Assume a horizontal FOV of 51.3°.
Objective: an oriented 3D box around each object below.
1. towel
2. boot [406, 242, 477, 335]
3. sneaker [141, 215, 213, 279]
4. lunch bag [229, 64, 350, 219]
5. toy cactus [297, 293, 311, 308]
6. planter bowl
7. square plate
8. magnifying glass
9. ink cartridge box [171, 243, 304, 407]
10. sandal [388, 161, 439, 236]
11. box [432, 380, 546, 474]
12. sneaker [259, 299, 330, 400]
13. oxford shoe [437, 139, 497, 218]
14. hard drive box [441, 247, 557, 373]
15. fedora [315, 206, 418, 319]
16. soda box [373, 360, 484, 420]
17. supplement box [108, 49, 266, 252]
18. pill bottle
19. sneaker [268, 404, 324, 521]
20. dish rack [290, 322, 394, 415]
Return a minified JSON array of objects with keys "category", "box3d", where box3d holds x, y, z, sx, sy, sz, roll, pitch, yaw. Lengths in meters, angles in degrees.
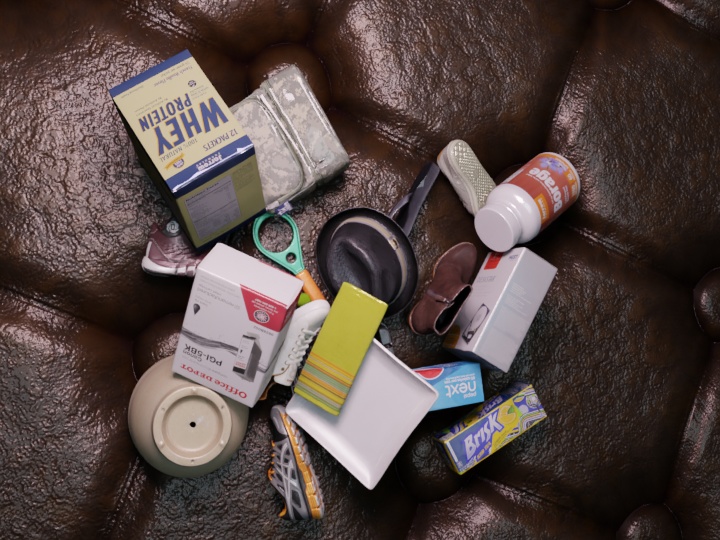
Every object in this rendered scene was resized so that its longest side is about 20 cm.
[{"category":"towel","box3d":[-0.032,0.126,1.205,0.085,0.018,0.203,27,99,14]},{"category":"boot","box3d":[0.165,0.031,1.298,0.072,0.166,0.201,40,79,-11]},{"category":"sneaker","box3d":[-0.254,-0.043,1.234,0.196,0.076,0.118,6,84,-15]},{"category":"lunch bag","box3d":[-0.128,-0.211,1.247,0.166,0.139,0.202,-30,96,1]},{"category":"toy cactus","box3d":[-0.164,0.051,1.217,0.197,0.165,0.104,-1,68,-20]},{"category":"planter bowl","box3d":[-0.269,0.236,1.189,0.197,0.135,0.204,1,87,-15]},{"category":"square plate","box3d":[0.001,0.212,1.214,0.197,0.028,0.201,38,104,17]},{"category":"magnifying glass","box3d":[-0.116,-0.015,1.298,0.079,0.022,0.202,-34,98,-14]},{"category":"ink cartridge box","box3d":[-0.186,0.085,1.120,0.145,0.083,0.202,23,121,2]},{"category":"sandal","box3d":[0.075,-0.110,1.331,0.043,0.076,0.202,32,70,-14]},{"category":"box","box3d":[0.234,0.283,1.364,0.198,0.064,0.071,-30,96,-14]},{"category":"sneaker","box3d":[-0.111,0.136,1.229,0.200,0.073,0.085,-44,61,15]},{"category":"oxford shoe","box3d":[0.203,-0.150,1.375,0.075,0.057,0.201,-49,116,-30]},{"category":"hard drive box","box3d":[0.242,0.069,1.325,0.076,0.156,0.202,31,80,-11]},{"category":"fedora","box3d":[0.000,0.000,1.251,0.197,0.092,0.204,6,109,17]},{"category":"soda box","box3d":[0.108,0.203,1.281,0.197,0.064,0.069,-6,89,-21]},{"category":"supplement box","box3d":[-0.255,-0.175,1.140,0.133,0.200,0.201,-32,72,-14]},{"category":"pill bottle","box3d":[0.297,-0.120,1.343,0.199,0.112,0.113,-37,98,-31]},{"category":"sneaker","box3d":[-0.122,0.327,1.261,0.076,0.078,0.203,-17,86,5]},{"category":"dish rack","box3d":[-0.025,0.187,1.302,0.197,0.055,0.156,-14,91,-14]}]
